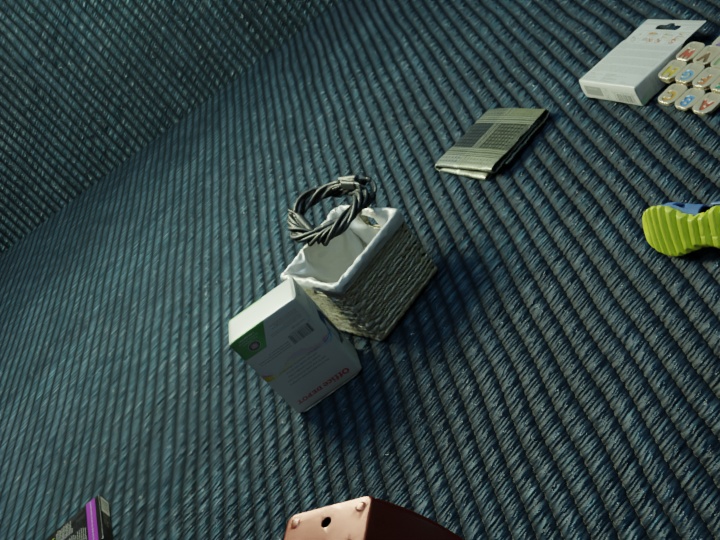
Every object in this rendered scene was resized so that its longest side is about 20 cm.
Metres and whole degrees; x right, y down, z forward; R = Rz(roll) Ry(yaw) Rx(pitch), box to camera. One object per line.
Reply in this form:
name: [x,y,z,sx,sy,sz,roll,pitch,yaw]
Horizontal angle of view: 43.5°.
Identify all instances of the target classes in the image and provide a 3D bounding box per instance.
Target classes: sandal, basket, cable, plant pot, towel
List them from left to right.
cable: [-0.064,-0.108,1.704,0.200,0.051,0.163,-1,52,44]
plant pot: [-0.002,0.398,1.131,0.200,0.176,0.200,-22,34,29]
basket: [0.000,0.000,1.681,0.198,0.161,0.200,9,56,53]
towel: [0.272,-0.264,1.866,0.193,0.035,0.200,-46,28,-16]
sandal: [0.497,-0.066,1.305,0.087,0.080,0.200,-18,13,-28]

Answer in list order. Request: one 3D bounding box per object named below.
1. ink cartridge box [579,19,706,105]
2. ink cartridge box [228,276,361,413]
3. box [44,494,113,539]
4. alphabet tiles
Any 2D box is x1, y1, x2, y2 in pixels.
ink cartridge box: [0.542,-0.400,1.724,0.200,0.050,0.161,-40,29,-10]
ink cartridge box: [-0.115,0.134,1.594,0.145,0.200,0.088,-36,26,9]
box: [-0.560,0.540,1.724,0.200,0.036,0.143,-39,29,-1]
alphabet tiles: [0.620,-0.349,1.569,0.196,0.015,0.200,-44,36,-7]
